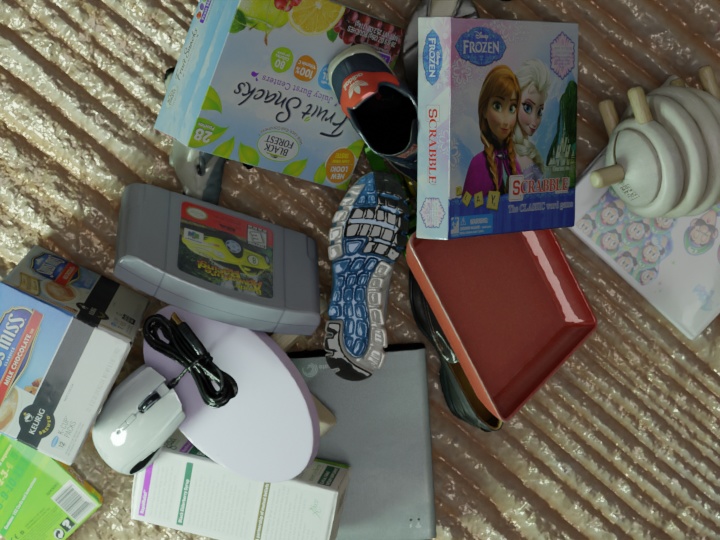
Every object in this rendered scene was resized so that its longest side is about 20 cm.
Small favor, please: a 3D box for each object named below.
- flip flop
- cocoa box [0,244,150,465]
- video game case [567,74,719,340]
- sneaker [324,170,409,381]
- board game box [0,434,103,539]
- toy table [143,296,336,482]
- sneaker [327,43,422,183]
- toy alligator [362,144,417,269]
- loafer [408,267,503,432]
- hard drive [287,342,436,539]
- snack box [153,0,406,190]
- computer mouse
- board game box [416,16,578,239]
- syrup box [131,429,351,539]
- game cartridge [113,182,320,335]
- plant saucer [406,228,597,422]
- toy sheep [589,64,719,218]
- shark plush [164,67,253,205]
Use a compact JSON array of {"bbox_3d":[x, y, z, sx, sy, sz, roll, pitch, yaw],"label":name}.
[{"bbox_3d":[0.087,-0.178,1.641,0.081,0.058,0.201,-10,119,5],"label":"flip flop"},{"bbox_3d":[-0.290,0.074,1.596,0.131,0.200,0.134,26,99,-6],"label":"cocoa box"},{"bbox_3d":[0.321,-0.061,1.691,0.200,0.024,0.182,41,96,-9],"label":"video game case"},{"bbox_3d":[0.000,0.000,1.639,0.075,0.087,0.201,10,99,-2],"label":"sneaker"},{"bbox_3d":[-0.363,0.196,1.704,0.096,0.030,0.200,-44,102,5],"label":"board game box"},{"bbox_3d":[-0.108,0.104,1.634,0.184,0.117,0.200,-35,89,21],"label":"toy table"},{"bbox_3d":[0.045,-0.121,1.578,0.075,0.085,0.200,-40,126,16],"label":"sneaker"},{"bbox_3d":[0.049,-0.032,1.667,0.059,0.054,0.201,-23,101,2],"label":"toy alligator"},{"bbox_3d":[0.103,0.066,1.660,0.073,0.072,0.200,-27,113,-11],"label":"loafer"},{"bbox_3d":[0.002,0.176,1.715,0.139,0.033,0.201,-4,100,-2],"label":"hard drive"},{"bbox_3d":[-0.072,-0.178,1.578,0.200,0.068,0.169,14,101,-41],"label":"snack box"},{"bbox_3d":[-0.199,0.131,1.584,0.110,0.044,0.200,48,126,10],"label":"computer mouse"},{"bbox_3d":[0.131,-0.135,1.588,0.041,0.200,0.200,6,99,42],"label":"board game box"},{"bbox_3d":[-0.118,0.218,1.673,0.199,0.079,0.082,13,102,7],"label":"syrup box"},{"bbox_3d":[-0.131,-0.007,1.589,0.199,0.133,0.041,17,130,-17],"label":"game cartridge"},{"bbox_3d":[0.131,0.017,1.636,0.037,0.200,0.200,-18,105,42],"label":"plant saucer"},{"bbox_3d":[0.294,-0.113,1.601,0.199,0.138,0.138,-18,102,-24],"label":"toy sheep"},{"bbox_3d":[-0.134,-0.111,1.640,0.083,0.091,0.201,-4,97,-33],"label":"shark plush"}]
